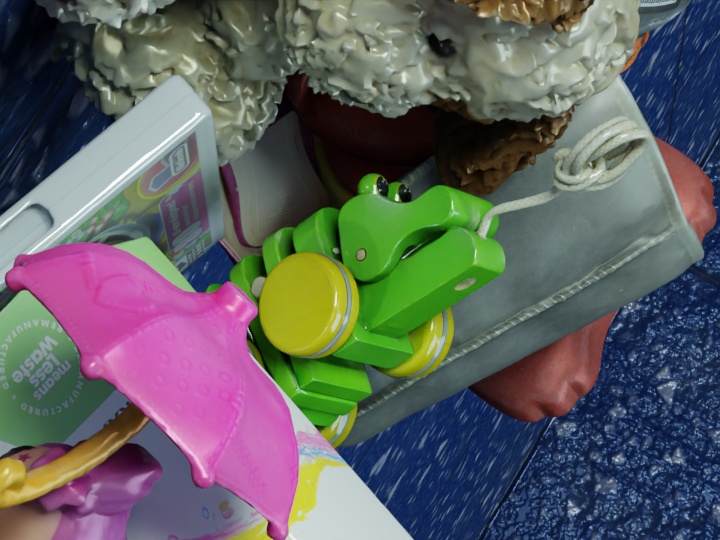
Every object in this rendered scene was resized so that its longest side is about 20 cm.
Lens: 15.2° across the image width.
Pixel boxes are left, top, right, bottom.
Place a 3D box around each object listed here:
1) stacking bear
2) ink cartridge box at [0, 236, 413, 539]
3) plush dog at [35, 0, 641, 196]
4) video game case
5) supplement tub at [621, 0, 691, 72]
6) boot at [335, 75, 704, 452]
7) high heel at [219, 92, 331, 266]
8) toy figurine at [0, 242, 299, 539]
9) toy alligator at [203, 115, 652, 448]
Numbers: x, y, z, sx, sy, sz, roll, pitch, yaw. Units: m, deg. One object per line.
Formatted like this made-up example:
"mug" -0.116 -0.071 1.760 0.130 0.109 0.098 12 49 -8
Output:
"stacking bear" 0.034 -0.047 0.962 0.122 0.114 0.200 -52 149 -6
"ink cartridge box" -0.045 0.104 0.755 0.117 0.200 0.067 -45 171 18
"plush dog" 0.002 -0.100 0.779 0.161 0.171 0.200 -58 168 -10
"video game case" -0.121 0.031 0.790 0.200 0.018 0.143 -40 171 -10
"supplement tub" 0.115 -0.192 1.201 0.123 0.122 0.200 -46 163 -52
"boot" 0.023 0.033 0.912 0.200 0.073 0.182 -33 141 -9
"high heel" -0.036 -0.027 0.990 0.067 0.096 0.200 -23 173 -4
"toy figurine" -0.101 0.071 0.656 0.184 0.150 0.200 -23 152 -31
"toy alligator" 0.000 0.000 0.800 0.200 0.054 0.059 -40 149 24
